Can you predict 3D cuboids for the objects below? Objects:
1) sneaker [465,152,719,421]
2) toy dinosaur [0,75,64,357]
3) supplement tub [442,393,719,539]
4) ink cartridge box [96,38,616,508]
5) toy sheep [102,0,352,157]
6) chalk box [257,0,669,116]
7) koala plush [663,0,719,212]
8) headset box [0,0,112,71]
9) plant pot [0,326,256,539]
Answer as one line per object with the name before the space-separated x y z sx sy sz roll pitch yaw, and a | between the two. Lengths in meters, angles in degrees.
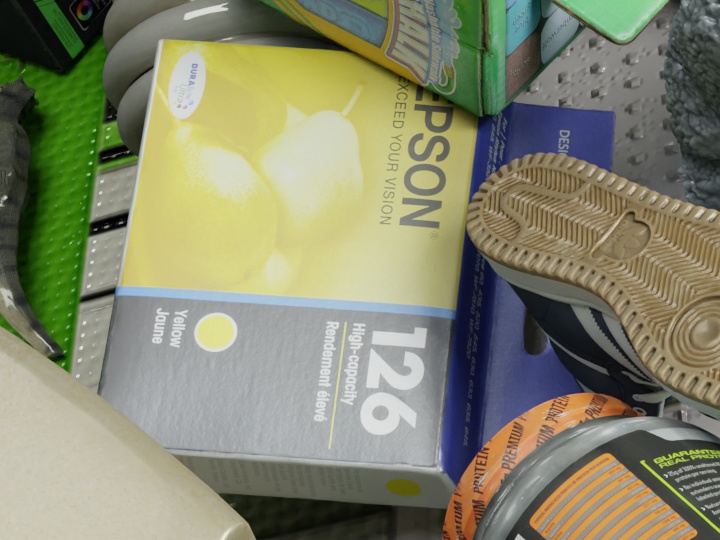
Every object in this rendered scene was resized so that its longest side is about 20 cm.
sneaker | 0.130 0.029 1.090 0.070 0.109 0.200 -45 40 -10
toy dinosaur | -0.196 -0.026 1.398 0.088 0.047 0.200 -16 47 6
supplement tub | 0.120 0.133 1.005 0.122 0.123 0.200 -38 42 -7
ink cartridge box | 0.000 0.000 1.188 0.200 0.047 0.198 2 61 9
toy sheep | -0.054 -0.091 1.315 0.138 0.138 0.200 -16 65 17
chalk box | 0.044 -0.161 1.192 0.200 0.124 0.124 28 56 25
koala plush | 0.225 -0.096 1.108 0.177 0.184 0.200 -16 29 50
headset box | -0.169 -0.229 1.475 0.093 0.174 0.200 20 62 41
plant pot | -0.132 0.152 1.092 0.177 0.200 0.200 18 60 27
